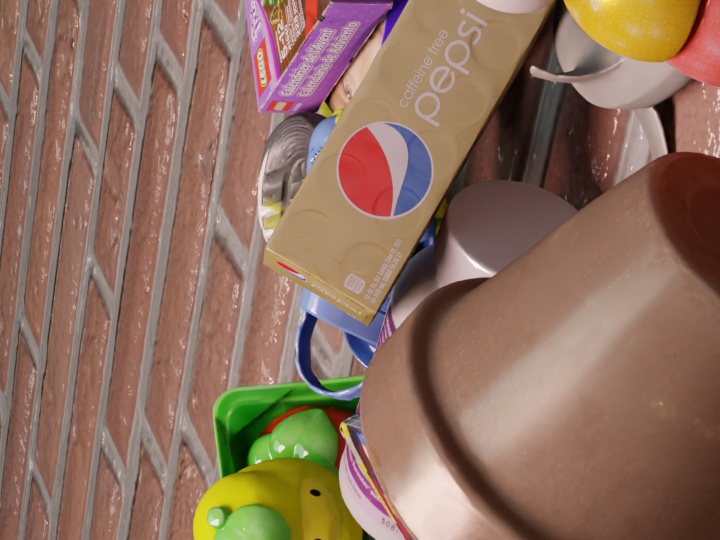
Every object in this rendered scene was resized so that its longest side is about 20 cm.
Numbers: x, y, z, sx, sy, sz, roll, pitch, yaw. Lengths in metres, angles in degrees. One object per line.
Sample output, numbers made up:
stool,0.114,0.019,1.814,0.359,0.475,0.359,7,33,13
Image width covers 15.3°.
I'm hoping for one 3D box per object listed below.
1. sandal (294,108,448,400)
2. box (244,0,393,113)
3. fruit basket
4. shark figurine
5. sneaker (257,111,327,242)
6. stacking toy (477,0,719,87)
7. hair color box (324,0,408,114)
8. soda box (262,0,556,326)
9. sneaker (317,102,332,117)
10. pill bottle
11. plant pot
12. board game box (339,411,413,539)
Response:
sandal,0.000,0.000,1.479,0.079,0.087,0.201,25,142,32
box,-0.033,-0.206,1.498,0.137,0.039,0.201,129,137,-61
fruit basket,-0.024,0.161,1.603,0.216,0.154,0.217,175,90,-84
shark figurine,0.127,-0.116,1.287,0.215,0.089,0.129,132,132,-64
sneaker,-0.013,-0.037,1.589,0.200,0.074,0.085,62,-164,-51
stacking toy,0.132,-0.131,1.107,0.146,0.199,0.147,178,90,-69
hair color box,0.025,-0.176,1.487,0.109,0.064,0.201,-122,35,-53
soda box,0.028,-0.076,1.379,0.201,0.067,0.064,-60,-1,-7
sneaker,-0.014,-0.134,1.683,0.085,0.076,0.201,-124,38,-64
pill bottle,0.061,0.054,1.434,0.113,0.111,0.201,-112,28,-43
plant pot,0.124,0.045,1.194,0.175,0.199,0.201,-53,40,34
board game box,0.075,0.149,1.298,0.201,0.061,0.200,60,172,-3
